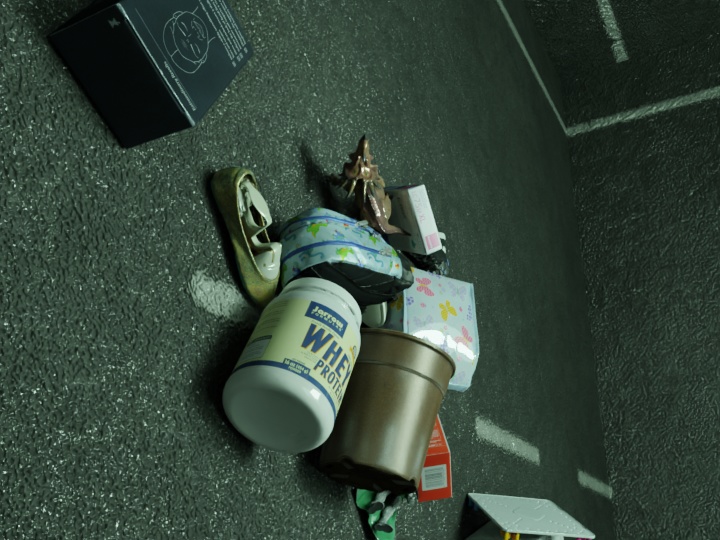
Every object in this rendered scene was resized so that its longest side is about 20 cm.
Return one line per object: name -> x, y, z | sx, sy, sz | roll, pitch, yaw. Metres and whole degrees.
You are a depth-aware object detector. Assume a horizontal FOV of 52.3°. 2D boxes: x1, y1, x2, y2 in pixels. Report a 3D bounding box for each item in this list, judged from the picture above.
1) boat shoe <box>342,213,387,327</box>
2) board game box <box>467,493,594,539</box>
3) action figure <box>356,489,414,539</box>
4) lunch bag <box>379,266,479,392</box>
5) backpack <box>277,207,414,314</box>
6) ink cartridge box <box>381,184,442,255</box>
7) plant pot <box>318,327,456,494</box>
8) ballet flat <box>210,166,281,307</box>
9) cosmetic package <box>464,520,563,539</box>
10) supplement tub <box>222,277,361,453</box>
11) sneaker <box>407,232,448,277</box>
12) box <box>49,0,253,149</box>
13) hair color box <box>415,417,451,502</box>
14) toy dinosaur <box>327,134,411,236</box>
boat shoe -> 0.003, -0.001, 1.259 | 0.060, 0.072, 0.202 | -42, 113, -55
board game box -> 0.347, 0.515, 1.519 | 0.200, 0.199, 0.026 | -168, -93, -77
action figure -> 0.060, 0.368, 1.250 | 0.119, 0.054, 0.200 | 71, 23, -9
lunch bag -> 0.114, 0.112, 1.319 | 0.169, 0.127, 0.201 | 13, 56, -26
backpack -> -0.040, -0.009, 1.108 | 0.200, 0.163, 0.154 | -2, 72, -56
ink cartridge box -> 0.080, -0.096, 1.349 | 0.042, 0.200, 0.120 | -21, 101, -18
plant pot -> 0.032, 0.220, 1.111 | 0.200, 0.199, 0.199 | 48, 46, -45
ballet flat -> -0.143, -0.045, 0.997 | 0.071, 0.070, 0.201 | -40, 116, -60
cosmetic package -> 0.336, 0.628, 1.553 | 0.200, 0.164, 0.166 | 6, 74, -62
supplement tub -> -0.081, 0.119, 0.963 | 0.145, 0.144, 0.200 | 61, 31, -31
sneaker -> 0.143, -0.026, 1.542 | 0.200, 0.073, 0.112 | 2, 76, -64
box -> -0.234, -0.265, 0.863 | 0.149, 0.107, 0.200 | 62, 30, -31
hair color box -> 0.105, 0.282, 1.249 | 0.200, 0.061, 0.102 | -103, -174, -62
toy dinosaur -> 0.017, -0.121, 1.233 | 0.200, 0.086, 0.136 | 58, -1, -14
